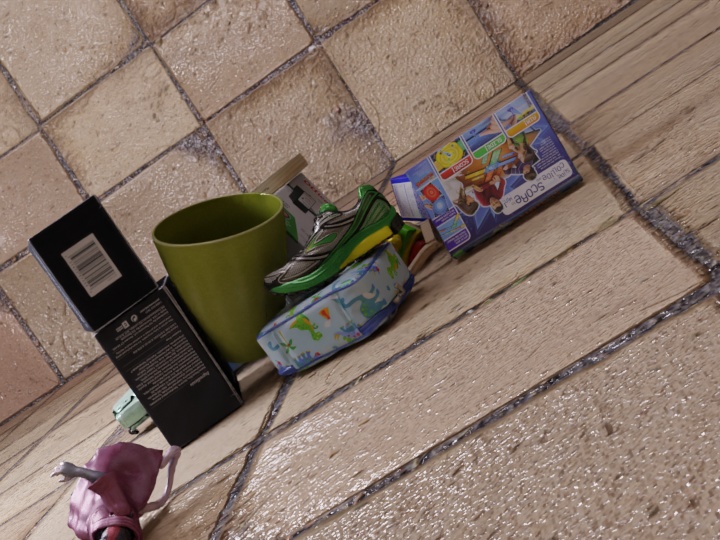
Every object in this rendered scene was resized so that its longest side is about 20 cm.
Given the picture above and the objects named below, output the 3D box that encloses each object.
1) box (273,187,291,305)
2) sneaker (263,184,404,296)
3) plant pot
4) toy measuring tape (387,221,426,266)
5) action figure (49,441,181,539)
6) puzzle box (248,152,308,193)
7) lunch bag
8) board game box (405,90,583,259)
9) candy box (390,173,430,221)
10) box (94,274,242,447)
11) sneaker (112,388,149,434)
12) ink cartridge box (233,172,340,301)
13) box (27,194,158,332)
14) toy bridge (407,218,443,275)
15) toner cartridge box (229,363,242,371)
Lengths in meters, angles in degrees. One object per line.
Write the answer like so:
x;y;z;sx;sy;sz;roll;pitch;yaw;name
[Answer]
-0.112;-0.025;1.678;0.047;0.201;0.193;-32;7;20;box
-0.045;-0.036;1.307;0.199;0.086;0.078;-35;5;2;sneaker
-0.177;0.020;1.408;0.184;0.203;0.188;-10;22;4;plant pot
0.076;-0.035;1.524;0.073;0.074;0.200;-31;-8;20;toy measuring tape
-0.257;0.268;1.058;0.147;0.136;0.200;8;10;-19;action figure
-0.174;-0.110;1.612;0.199;0.026;0.133;-40;7;-10;puzzle box
-0.029;0.050;1.332;0.199;0.083;0.161;-31;9;28;lunch bag
0.175;-0.125;1.338;0.199;0.137;0.034;-31;-14;14;board game box
0.151;-0.127;1.503;0.167;0.078;0.200;-16;7;-10;candy box
-0.273;0.127;1.455;0.123;0.198;0.200;-35;8;-5;box
-0.337;0.217;1.657;0.199;0.074;0.118;-19;24;53;sneaker
-0.094;-0.053;1.562;0.083;0.146;0.200;-45;5;24;ink cartridge box
-0.373;-0.005;1.390;0.107;0.149;0.200;-37;9;-17;box
0.031;0.004;1.415;0.199;0.068;0.027;-29;-25;25;toy bridge
-0.268;0.170;1.732;0.095;0.043;0.199;-41;10;-35;toner cartridge box
